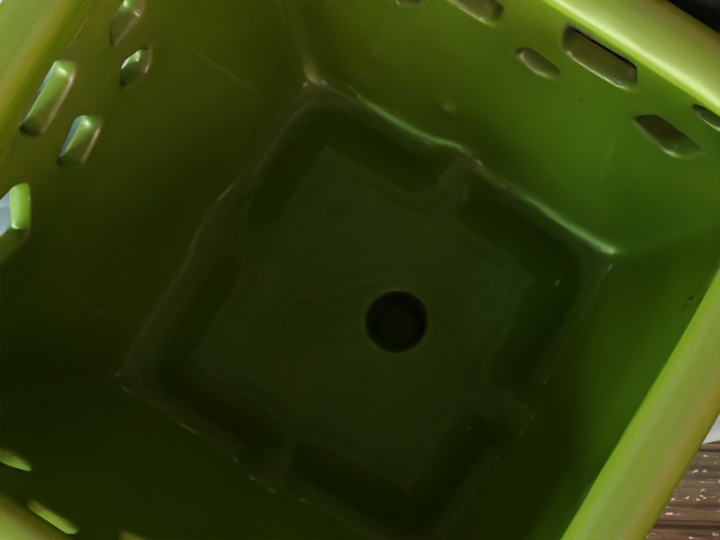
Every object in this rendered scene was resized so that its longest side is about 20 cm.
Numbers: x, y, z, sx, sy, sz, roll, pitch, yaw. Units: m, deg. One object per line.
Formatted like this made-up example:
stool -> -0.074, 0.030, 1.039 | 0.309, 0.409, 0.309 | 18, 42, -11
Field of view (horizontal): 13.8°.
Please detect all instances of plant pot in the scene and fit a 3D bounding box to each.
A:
plant pot -> -0.003, 0.009, 0.789 | 0.200, 0.199, 0.181 | 32, 178, 8

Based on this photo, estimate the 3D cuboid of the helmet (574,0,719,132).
helmet -> 0.134, -0.115, 0.854 | 0.199, 0.191, 0.200 | -4, 145, -3

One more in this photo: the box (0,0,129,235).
box -> -0.153, -0.090, 0.902 | 0.199, 0.123, 0.199 | -1, 142, -10

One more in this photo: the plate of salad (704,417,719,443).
plate of salad -> 0.078, 0.049, 1.163 | 0.199, 0.048, 0.200 | -6, 172, -1
